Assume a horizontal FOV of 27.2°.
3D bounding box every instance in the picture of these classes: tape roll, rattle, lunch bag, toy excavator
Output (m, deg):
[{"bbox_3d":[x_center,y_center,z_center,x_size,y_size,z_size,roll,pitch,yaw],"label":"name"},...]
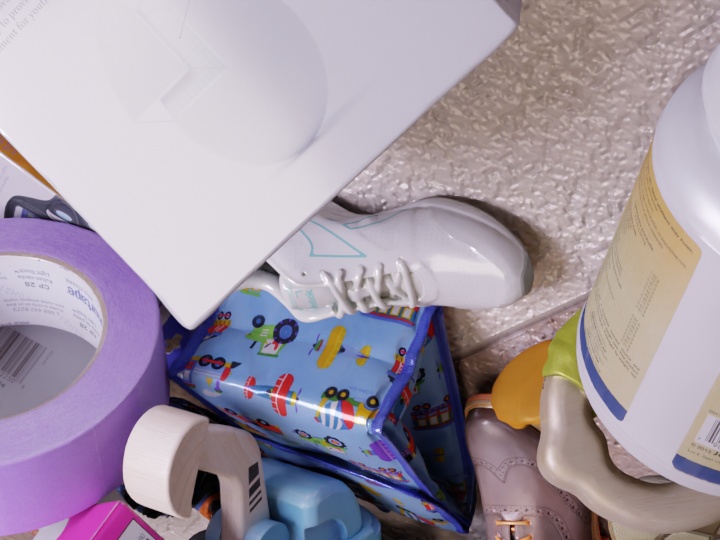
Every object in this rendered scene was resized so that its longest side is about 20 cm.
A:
[{"bbox_3d":[-0.216,0.059,0.893,0.199,0.200,0.066,18,137,18],"label":"tape roll"},{"bbox_3d":[0.185,0.094,0.825,0.198,0.131,0.143,8,151,-9],"label":"rattle"},{"bbox_3d":[-0.009,0.097,0.957,0.150,0.094,0.200,12,149,27],"label":"lunch bag"},{"bbox_3d":[-0.065,0.153,0.923,0.099,0.194,0.202,10,113,34],"label":"toy excavator"}]

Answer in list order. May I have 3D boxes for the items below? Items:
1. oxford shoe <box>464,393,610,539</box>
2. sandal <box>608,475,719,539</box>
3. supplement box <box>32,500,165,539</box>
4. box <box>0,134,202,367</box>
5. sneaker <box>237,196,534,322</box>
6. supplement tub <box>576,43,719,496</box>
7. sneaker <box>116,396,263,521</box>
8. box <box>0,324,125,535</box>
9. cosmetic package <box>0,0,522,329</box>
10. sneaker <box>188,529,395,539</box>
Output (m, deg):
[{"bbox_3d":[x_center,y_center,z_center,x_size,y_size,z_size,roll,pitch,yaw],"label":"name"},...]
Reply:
[{"bbox_3d":[0.111,0.163,0.935,0.071,0.073,0.201,-5,126,37],"label":"oxford shoe"},{"bbox_3d":[0.240,0.161,0.859,0.199,0.054,0.081,21,120,4],"label":"sandal"},{"bbox_3d":[-0.120,0.239,0.883,0.200,0.104,0.101,47,148,-15],"label":"supplement box"},{"bbox_3d":[-0.187,-0.015,0.987,0.199,0.042,0.119,36,140,-6],"label":"box"},{"bbox_3d":[0.000,0.000,0.846,0.199,0.080,0.071,9,133,24],"label":"sneaker"},{"bbox_3d":[0.186,-0.008,0.663,0.144,0.145,0.201,25,139,10],"label":"supplement tub"},{"bbox_3d":[-0.128,0.121,1.004,0.078,0.075,0.200,39,176,27],"label":"sneaker"},{"bbox_3d":[-0.231,0.106,1.055,0.124,0.098,0.200,26,152,13],"label":"box"},{"bbox_3d":[-0.066,-0.124,0.662,0.199,0.123,0.200,-41,99,17],"label":"cosmetic package"},{"bbox_3d":[-0.041,0.203,1.082,0.198,0.074,0.089,5,134,16],"label":"sneaker"}]
